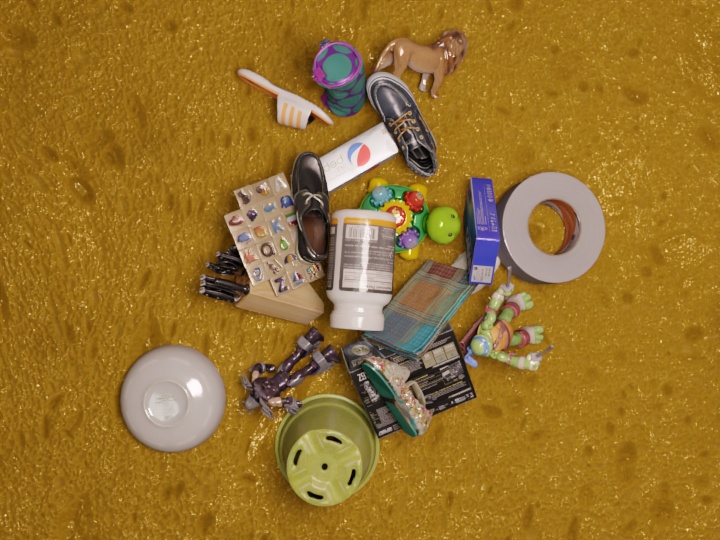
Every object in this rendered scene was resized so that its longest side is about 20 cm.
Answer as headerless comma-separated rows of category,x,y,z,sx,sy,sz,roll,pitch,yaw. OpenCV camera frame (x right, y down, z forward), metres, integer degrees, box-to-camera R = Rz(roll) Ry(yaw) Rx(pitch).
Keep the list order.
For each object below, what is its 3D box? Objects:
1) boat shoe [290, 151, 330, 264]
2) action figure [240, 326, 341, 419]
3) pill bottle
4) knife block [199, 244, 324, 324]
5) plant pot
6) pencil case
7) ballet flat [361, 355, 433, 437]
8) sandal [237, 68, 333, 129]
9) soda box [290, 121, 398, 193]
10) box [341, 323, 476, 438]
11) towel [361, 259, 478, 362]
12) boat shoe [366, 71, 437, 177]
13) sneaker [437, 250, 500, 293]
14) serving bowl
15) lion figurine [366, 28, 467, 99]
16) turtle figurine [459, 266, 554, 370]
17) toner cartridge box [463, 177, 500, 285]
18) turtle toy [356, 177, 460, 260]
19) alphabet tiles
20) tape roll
boat shoe,-0.082,-0.114,1.546,0.071,0.068,0.202,-1,84,-18
action figure,-0.135,0.197,1.605,0.199,0.070,0.130,-37,67,-11
pill bottle,0.000,0.000,1.506,0.115,0.116,0.202,4,88,0
knife block,-0.184,0.041,1.573,0.201,0.064,0.175,53,48,-1
plant pot,-0.062,0.333,1.561,0.198,0.184,0.203,0,91,0
pencil case,-0.035,-0.337,1.552,0.092,0.200,0.086,-16,83,3
ballet flat,0.066,0.204,1.505,0.064,0.075,0.201,-46,126,-22
sandal,-0.146,-0.302,1.620,0.205,0.079,0.060,28,91,8
soda box,-0.029,-0.195,1.619,0.199,0.068,0.064,-30,90,0
box,0.088,0.184,1.577,0.198,0.086,0.165,-23,120,1
towel,0.107,0.064,1.538,0.200,0.146,0.022,-49,129,-21
boat shoe,0.081,-0.260,1.563,0.070,0.091,0.200,-29,125,18
sneaker,0.183,0.020,1.615,0.199,0.081,0.077,-38,89,-2
serving bowl,-0.352,0.242,1.619,0.198,0.066,0.202,0,91,0
lion figurine,0.106,-0.385,1.589,0.199,0.072,0.123,-3,122,-37
turtle figurine,0.286,0.096,1.546,0.144,0.194,0.201,41,116,16
toner cartridge box,0.212,-0.073,1.547,0.043,0.201,0.096,6,126,-1
turtle toy,0.085,-0.093,1.603,0.198,0.101,0.147,8,90,0
alphabet tiles,-0.143,-0.065,1.556,0.165,0.006,0.202,-24,95,-21
tape roll,0.343,-0.076,1.604,0.198,0.066,0.203,1,86,-12
